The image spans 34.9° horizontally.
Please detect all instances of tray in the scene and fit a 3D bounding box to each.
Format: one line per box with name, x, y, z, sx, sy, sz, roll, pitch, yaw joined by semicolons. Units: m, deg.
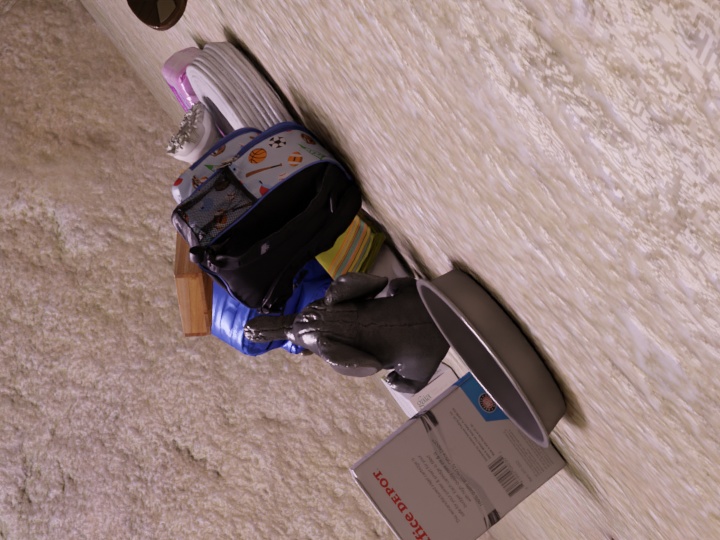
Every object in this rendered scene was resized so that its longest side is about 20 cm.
tray;-0.200;-0.025;1.392;0.201;0.037;0.099;-98;5;-49

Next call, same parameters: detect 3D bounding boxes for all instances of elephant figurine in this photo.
elephant figurine;-0.007;0.068;1.274;0.199;0.156;0.142;8;-144;-26

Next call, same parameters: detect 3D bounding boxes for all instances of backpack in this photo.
backpack;-0.102;-0.070;1.284;0.155;0.190;0.200;56;-178;25
backpack;-0.108;0.025;1.522;0.167;0.164;0.199;27;-158;30

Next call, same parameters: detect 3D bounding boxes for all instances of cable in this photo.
cable;-0.136;-0.192;1.414;0.200;0.069;0.200;53;174;-1

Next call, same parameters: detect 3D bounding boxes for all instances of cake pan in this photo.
cake pan;0.128;0.079;1.092;0.201;0.037;0.200;53;174;8

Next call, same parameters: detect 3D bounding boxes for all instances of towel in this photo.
towel;-0.033;-0.045;1.408;0.018;0.087;0.200;19;-165;-32

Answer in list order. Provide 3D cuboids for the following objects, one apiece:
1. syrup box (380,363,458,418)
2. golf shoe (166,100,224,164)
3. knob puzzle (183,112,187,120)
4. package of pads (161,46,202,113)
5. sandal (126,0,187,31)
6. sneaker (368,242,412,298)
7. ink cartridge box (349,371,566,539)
syrup box;0.101;0.184;1.713;0.082;0.079;0.200;54;174;-10
golf shoe;-0.193;-0.160;1.464;0.097;0.079;0.200;34;-178;-10
knob puzzle;-0.213;-0.157;1.704;0.220;0.030;0.220;51;174;7
package of pads;-0.226;-0.262;1.683;0.121;0.075;0.200;58;173;-22
sandal;-0.256;-0.353;1.396;0.055;0.082;0.200;34;-171;-49
sneaker;0.000;0.000;1.435;0.071;0.080;0.200;52;176;-12
ink cartridge box;0.107;0.222;1.299;0.147;0.200;0.086;53;174;3
